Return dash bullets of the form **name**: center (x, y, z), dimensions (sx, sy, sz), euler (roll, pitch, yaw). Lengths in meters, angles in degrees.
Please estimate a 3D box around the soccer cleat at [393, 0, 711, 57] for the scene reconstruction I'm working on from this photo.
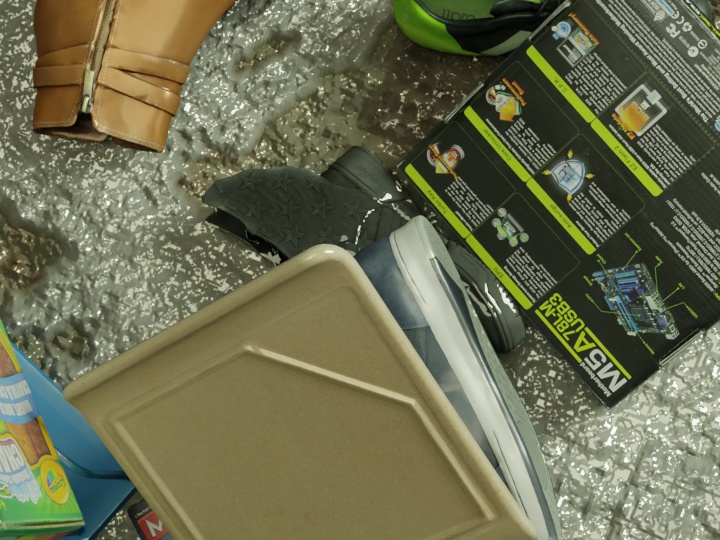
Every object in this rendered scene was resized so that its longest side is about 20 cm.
- **soccer cleat**: center (0.118, -0.162, 0.850), dimensions (0.200, 0.081, 0.068), euler (4, 81, 7)

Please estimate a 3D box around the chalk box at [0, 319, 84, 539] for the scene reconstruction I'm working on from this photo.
- **chalk box**: center (-0.232, 0.107, 0.700), dimensions (0.124, 0.124, 0.200), euler (-27, 80, 2)

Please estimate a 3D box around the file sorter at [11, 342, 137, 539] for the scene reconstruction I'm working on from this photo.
- **file sorter**: center (-0.256, 0.150, 0.820), dimensions (0.139, 0.123, 0.200), euler (41, 87, 11)

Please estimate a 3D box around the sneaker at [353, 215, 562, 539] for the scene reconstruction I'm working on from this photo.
- **sneaker**: center (0.017, 0.091, 0.764), dimensions (0.146, 0.077, 0.202), euler (-27, 86, 9)

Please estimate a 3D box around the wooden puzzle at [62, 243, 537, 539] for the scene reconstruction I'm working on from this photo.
- **wooden puzzle**: center (-0.032, 0.098, 0.722), dimensions (0.185, 0.037, 0.200), euler (-28, 107, 25)

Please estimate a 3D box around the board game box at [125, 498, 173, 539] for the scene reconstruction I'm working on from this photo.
- **board game box**: center (-0.027, 0.137, 0.826), dimensions (0.200, 0.062, 0.200), euler (-30, 77, 1)

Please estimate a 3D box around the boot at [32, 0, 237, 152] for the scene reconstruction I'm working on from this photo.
- **boot**: center (-0.117, -0.152, 0.883), dimensions (0.200, 0.074, 0.155), euler (4, 79, 20)

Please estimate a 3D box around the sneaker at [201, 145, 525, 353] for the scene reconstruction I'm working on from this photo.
- **sneaker**: center (0.000, -0.001, 0.843), dimensions (0.104, 0.060, 0.200), euler (-38, 71, -13)

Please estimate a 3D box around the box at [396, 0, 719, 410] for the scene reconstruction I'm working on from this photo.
- **box**: center (0.155, -0.053, 0.805), dimensions (0.200, 0.048, 0.193), euler (49, 114, 7)
